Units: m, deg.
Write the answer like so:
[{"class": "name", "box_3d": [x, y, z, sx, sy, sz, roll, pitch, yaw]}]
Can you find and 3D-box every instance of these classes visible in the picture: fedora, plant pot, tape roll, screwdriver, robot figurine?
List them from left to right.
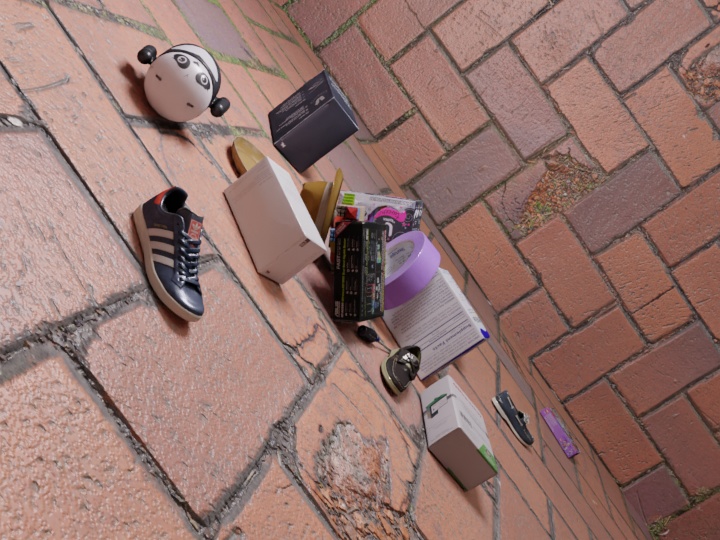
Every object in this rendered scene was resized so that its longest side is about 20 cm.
[{"class": "robot figurine", "box_3d": [-0.317, -0.343, 1.423, 0.200, 0.148, 0.126, -93, 180, -67]}, {"class": "plant pot", "box_3d": [-0.208, -0.194, 1.659, 0.200, 0.027, 0.200, 50, 14, -17]}, {"class": "fedora", "box_3d": [-0.095, -0.131, 1.674, 0.081, 0.202, 0.201, 16, 18, -2]}, {"class": "screwdriver", "box_3d": [0.043, 0.152, 1.696, 0.200, 0.028, 0.029, 34, 53, -60]}, {"class": "tape roll", "box_3d": [0.089, -0.001, 1.843, 0.066, 0.199, 0.201, 47, 15, -22]}]

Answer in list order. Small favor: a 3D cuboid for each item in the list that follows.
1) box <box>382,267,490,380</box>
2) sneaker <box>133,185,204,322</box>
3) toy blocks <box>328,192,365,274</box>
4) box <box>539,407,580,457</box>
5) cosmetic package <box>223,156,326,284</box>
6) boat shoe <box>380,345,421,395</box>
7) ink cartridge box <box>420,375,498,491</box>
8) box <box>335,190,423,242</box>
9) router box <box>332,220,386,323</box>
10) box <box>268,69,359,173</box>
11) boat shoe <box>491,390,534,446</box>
[{"class": "box", "box_3d": [0.176, 0.127, 1.876, 0.201, 0.183, 0.105, 58, 12, 13]}, {"class": "sneaker", "box_3d": [-0.236, -0.030, 1.037, 0.075, 0.084, 0.201, 31, 27, -59]}, {"class": "toy blocks", "box_3d": [-0.031, -0.064, 1.702, 0.137, 0.099, 0.202, -30, 127, -79]}, {"class": "box", "box_3d": [0.774, 0.626, 3.048, 0.201, 0.039, 0.137, 61, 14, 22]}, {"class": "cosmetic package", "box_3d": [-0.155, -0.090, 1.413, 0.081, 0.112, 0.201, 32, 28, -57]}, {"class": "boat shoe", "box_3d": [0.091, 0.198, 1.656, 0.074, 0.065, 0.200, 55, 15, -8]}, {"class": "ink cartridge box", "box_3d": [0.205, 0.340, 1.669, 0.146, 0.084, 0.200, 50, 14, -19]}, {"class": "box", "box_3d": [0.047, -0.133, 1.993, 0.132, 0.198, 0.116, -20, 117, -75]}, {"class": "router box", "box_3d": [0.000, 0.000, 1.595, 0.150, 0.061, 0.202, -3, 95, -69]}, {"class": "box", "box_3d": [-0.125, -0.390, 2.056, 0.118, 0.196, 0.201, 47, 16, -32]}, {"class": "boat shoe", "box_3d": [0.477, 0.449, 2.395, 0.201, 0.062, 0.075, 53, 11, -9]}]
